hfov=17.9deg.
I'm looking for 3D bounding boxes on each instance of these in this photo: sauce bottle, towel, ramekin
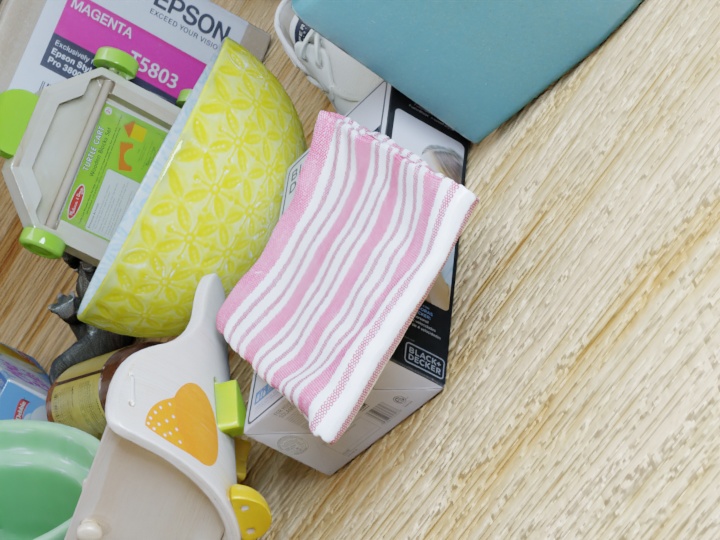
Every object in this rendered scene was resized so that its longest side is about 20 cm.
[{"bbox_3d":[-0.148,0.082,1.517,0.200,0.066,0.066,-15,51,61],"label":"sauce bottle"},{"bbox_3d":[-0.014,-0.002,1.201,0.147,0.030,0.200,-61,23,4],"label":"towel"},{"bbox_3d":[-0.247,0.183,1.453,0.200,0.199,0.098,-124,24,-65],"label":"ramekin"}]

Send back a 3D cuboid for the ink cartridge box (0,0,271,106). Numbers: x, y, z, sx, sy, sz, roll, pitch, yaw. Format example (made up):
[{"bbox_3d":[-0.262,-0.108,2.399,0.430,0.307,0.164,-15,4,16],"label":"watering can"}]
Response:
[{"bbox_3d":[-0.187,-0.142,1.677,0.075,0.200,0.165,-9,58,63],"label":"ink cartridge box"}]

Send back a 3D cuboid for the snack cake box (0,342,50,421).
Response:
[{"bbox_3d":[-0.288,0.126,1.774,0.115,0.067,0.200,-62,22,0],"label":"snack cake box"}]

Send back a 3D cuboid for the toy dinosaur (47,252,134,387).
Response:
[{"bbox_3d":[-0.188,0.018,1.672,0.077,0.102,0.200,-19,50,11],"label":"toy dinosaur"}]

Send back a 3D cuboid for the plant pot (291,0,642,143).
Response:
[{"bbox_3d":[0.086,-0.197,1.221,0.200,0.141,0.142,-32,36,39],"label":"plant pot"}]

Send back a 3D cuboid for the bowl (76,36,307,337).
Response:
[{"bbox_3d":[-0.085,-0.033,1.429,0.200,0.107,0.200,-59,9,15],"label":"bowl"}]

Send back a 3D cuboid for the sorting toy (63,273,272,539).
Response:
[{"bbox_3d":[-0.109,0.100,1.323,0.180,0.107,0.200,-85,14,-46],"label":"sorting toy"}]

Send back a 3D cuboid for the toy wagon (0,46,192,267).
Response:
[{"bbox_3d":[-0.189,-0.078,1.605,0.040,0.200,0.156,-16,51,64],"label":"toy wagon"}]

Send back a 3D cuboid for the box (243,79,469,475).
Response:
[{"bbox_3d":[0.000,0.000,1.285,0.117,0.060,0.200,-40,31,43],"label":"box"}]

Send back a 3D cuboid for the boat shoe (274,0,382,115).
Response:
[{"bbox_3d":[-0.013,-0.141,1.461,0.071,0.070,0.200,-58,22,10],"label":"boat shoe"}]
